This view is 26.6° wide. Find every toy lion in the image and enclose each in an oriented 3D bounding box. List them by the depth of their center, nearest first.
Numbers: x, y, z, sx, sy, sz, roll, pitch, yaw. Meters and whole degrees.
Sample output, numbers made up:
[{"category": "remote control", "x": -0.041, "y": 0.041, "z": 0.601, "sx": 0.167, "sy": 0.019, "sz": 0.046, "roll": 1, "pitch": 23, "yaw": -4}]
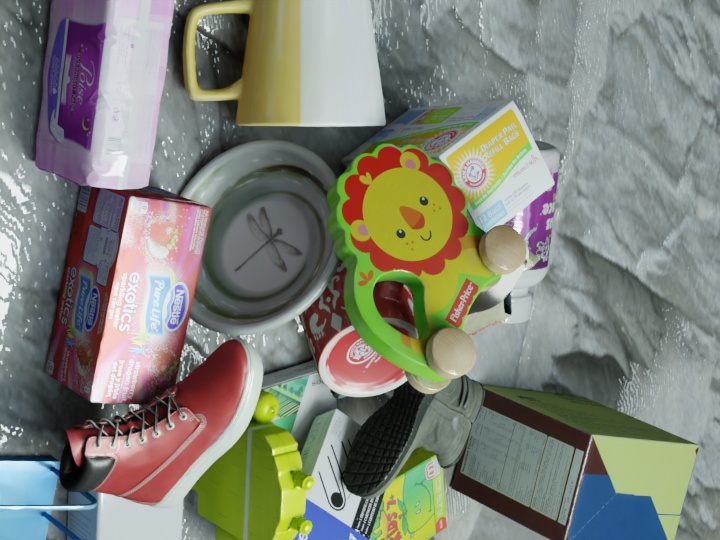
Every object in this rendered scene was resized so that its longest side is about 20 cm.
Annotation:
[{"category": "toy lion", "x": 0.046, "y": -0.015, "z": 1.431, "sx": 0.191, "sy": 0.069, "sz": 0.201, "roll": 34, "pitch": 60, "yaw": -9}]

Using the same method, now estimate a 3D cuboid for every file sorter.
[{"category": "file sorter", "x": -0.340, "y": 0.289, "z": 1.432, "sx": 0.138, "sy": 0.122, "sz": 0.201, "roll": 6, "pitch": 99, "yaw": -40}]

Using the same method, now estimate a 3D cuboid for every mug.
[{"category": "mug", "x": -0.062, "y": -0.218, "z": 1.491, "sx": 0.186, "sy": 0.149, "sz": 0.154, "roll": -6, "pitch": 99, "yaw": -44}, {"category": "mug", "x": -0.011, "y": 0.004, "z": 1.520, "sx": 0.133, "sy": 0.201, "sz": 0.178, "roll": -8, "pitch": 134, "yaw": -9}]

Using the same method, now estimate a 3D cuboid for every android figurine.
[{"category": "android figurine", "x": -0.114, "y": 0.205, "z": 1.534, "sx": 0.041, "sy": 0.199, "sz": 0.183, "roll": -8, "pitch": 106, "yaw": -40}]

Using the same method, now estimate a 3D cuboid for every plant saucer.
[{"category": "plant saucer", "x": -0.097, "y": -0.027, "z": 1.493, "sx": 0.201, "sy": 0.199, "sz": 0.050, "roll": -61, "pitch": 150, "yaw": -7}]

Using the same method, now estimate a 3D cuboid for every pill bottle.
[{"category": "pill bottle", "x": 0.163, "y": -0.046, "z": 1.732, "sx": 0.112, "sy": 0.112, "sz": 0.201, "roll": -5, "pitch": 107, "yaw": -37}]

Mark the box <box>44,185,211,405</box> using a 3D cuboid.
[{"category": "box", "x": -0.223, "y": 0.021, "z": 1.458, "sx": 0.095, "sy": 0.099, "sz": 0.201, "roll": 7, "pitch": 98, "yaw": -39}]

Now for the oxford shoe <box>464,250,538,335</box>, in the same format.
[{"category": "oxford shoe", "x": 0.124, "y": 0.048, "z": 1.675, "sx": 0.201, "sy": 0.074, "sz": 0.071, "roll": -61, "pitch": 176, "yaw": 28}]

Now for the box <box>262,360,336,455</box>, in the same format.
[{"category": "box", "x": -0.089, "y": 0.208, "z": 1.660, "sx": 0.144, "sy": 0.036, "sz": 0.201, "roll": -15, "pitch": 112, "yaw": -35}]

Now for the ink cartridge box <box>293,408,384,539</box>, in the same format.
[{"category": "ink cartridge box", "x": -0.033, "y": 0.256, "z": 1.603, "sx": 0.094, "sy": 0.044, "sz": 0.201, "roll": 36, "pitch": 54, "yaw": -22}]

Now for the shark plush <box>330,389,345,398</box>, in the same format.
[{"category": "shark plush", "x": 0.027, "y": 0.096, "z": 1.671, "sx": 0.200, "sy": 0.083, "sz": 0.091, "roll": 27, "pitch": 42, "yaw": -54}]

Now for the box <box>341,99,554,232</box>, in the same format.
[{"category": "box", "x": 0.088, "y": -0.103, "z": 1.590, "sx": 0.112, "sy": 0.200, "sz": 0.102, "roll": -38, "pitch": 110, "yaw": -24}]

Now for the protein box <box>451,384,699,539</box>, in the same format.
[{"category": "protein box", "x": 0.256, "y": 0.236, "z": 1.832, "sx": 0.198, "sy": 0.200, "sz": 0.136, "roll": 10, "pitch": 97, "yaw": -39}]

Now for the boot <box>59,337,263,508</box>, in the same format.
[{"category": "boot", "x": -0.190, "y": 0.136, "z": 1.410, "sx": 0.144, "sy": 0.073, "sz": 0.200, "roll": 19, "pitch": 116, "yaw": -43}]

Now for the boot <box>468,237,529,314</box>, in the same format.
[{"category": "boot", "x": 0.091, "y": -0.009, "z": 1.614, "sx": 0.186, "sy": 0.200, "sz": 0.064, "roll": -42, "pitch": 110, "yaw": 15}]

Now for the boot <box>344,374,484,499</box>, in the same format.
[{"category": "boot", "x": 0.069, "y": 0.180, "z": 1.640, "sx": 0.131, "sy": 0.067, "sz": 0.201, "roll": 50, "pitch": 61, "yaw": -41}]

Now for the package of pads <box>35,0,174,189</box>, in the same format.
[{"category": "package of pads", "x": -0.232, "y": -0.178, "z": 1.378, "sx": 0.075, "sy": 0.120, "sz": 0.201, "roll": 1, "pitch": 102, "yaw": -38}]

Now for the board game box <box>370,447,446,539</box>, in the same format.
[{"category": "board game box", "x": 0.013, "y": 0.281, "z": 1.716, "sx": 0.199, "sy": 0.047, "sz": 0.102, "roll": -25, "pitch": 119, "yaw": -40}]

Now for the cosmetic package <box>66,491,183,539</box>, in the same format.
[{"category": "cosmetic package", "x": -0.239, "y": 0.276, "z": 1.540, "sx": 0.101, "sy": 0.074, "sz": 0.201, "roll": -4, "pitch": 103, "yaw": -37}]
